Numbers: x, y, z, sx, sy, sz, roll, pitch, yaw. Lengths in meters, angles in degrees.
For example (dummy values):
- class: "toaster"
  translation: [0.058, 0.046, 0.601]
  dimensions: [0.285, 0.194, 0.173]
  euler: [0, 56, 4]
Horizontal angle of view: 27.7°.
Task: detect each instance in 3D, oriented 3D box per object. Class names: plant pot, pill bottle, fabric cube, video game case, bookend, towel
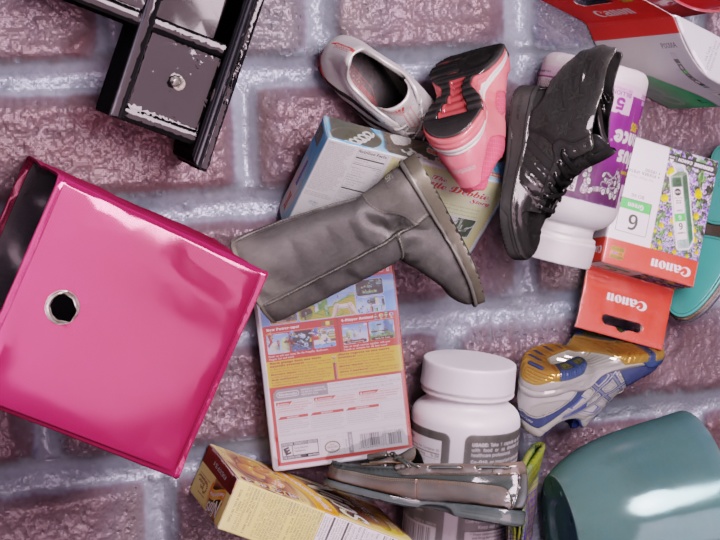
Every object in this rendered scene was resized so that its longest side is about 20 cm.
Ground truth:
- class: "plant pot"
  translation: [0.281, 0.261, 1.519]
  dimensions: [0.159, 0.201, 0.204]
  euler: [-9, 103, -11]
- class: "pill bottle"
  translation: [0.103, 0.189, 1.476]
  dimensions: [0.112, 0.114, 0.203]
  euler: [1, 100, -21]
- class: "fabric cube"
  translation: [-0.228, 0.036, 1.276]
  dimensions: [0.198, 0.200, 0.198]
  euler: [25, 90, -22]
- class: "video game case"
  translation: [-0.028, 0.088, 1.431]
  dimensions: [0.141, 0.017, 0.203]
  euler: [-7, 96, -6]
- class: "pill bottle"
  translation: [0.214, -0.108, 1.464]
  dimensions: [0.111, 0.112, 0.203]
  euler: [10, 96, -22]
- class: "bookend"
  translation: [-0.203, -0.219, 1.295]
  dimensions: [0.198, 0.092, 0.201]
  euler: [19, 93, -22]
- class: "towel"
  translation: [0.167, 0.293, 1.501]
  dimensions: [0.022, 0.144, 0.203]
  euler: [7, 111, 14]

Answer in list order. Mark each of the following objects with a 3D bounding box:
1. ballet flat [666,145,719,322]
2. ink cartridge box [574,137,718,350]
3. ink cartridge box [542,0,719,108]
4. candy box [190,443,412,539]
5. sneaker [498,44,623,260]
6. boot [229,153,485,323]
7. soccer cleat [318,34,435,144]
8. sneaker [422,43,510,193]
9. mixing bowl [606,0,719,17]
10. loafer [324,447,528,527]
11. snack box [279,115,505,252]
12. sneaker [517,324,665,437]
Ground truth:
- class: "ballet flat"
  translation: [0.385, -0.036, 1.568]
  dimensions: [0.072, 0.073, 0.203]
  euler: [18, 87, -23]
- class: "ink cartridge box"
  translation: [0.297, -0.028, 1.518]
  dimensions: [0.107, 0.050, 0.203]
  euler: [14, 84, -12]
- class: "ink cartridge box"
  translation: [0.284, -0.217, 1.444]
  dimensions: [0.198, 0.161, 0.051]
  euler: [19, 88, -23]
- class: "candy box"
  translation: [-0.058, 0.240, 1.423]
  dimensions: [0.198, 0.115, 0.056]
  euler: [23, 92, -23]
- class: "sneaker"
  translation: [0.192, -0.109, 1.380]
  dimensions: [0.060, 0.103, 0.203]
  euler: [8, 86, -62]
- class: "boot"
  translation: [0.000, 0.000, 1.382]
  dimensions: [0.198, 0.073, 0.183]
  euler: [-31, 112, 1]
- class: "soccer cleat"
  translation: [0.041, -0.150, 1.405]
  dimensions: [0.200, 0.085, 0.069]
  euler: [42, 84, -22]
- class: "sneaker"
  translation: [0.106, -0.145, 1.397]
  dimensions: [0.073, 0.201, 0.088]
  euler: [-10, 122, 23]
- class: "mixing bowl"
  translation: [0.283, -0.328, 1.435]
  dimensions: [0.198, 0.108, 0.203]
  euler: [11, 70, -31]
- class: "loafer"
  translation: [0.065, 0.198, 1.403]
  dimensions: [0.197, 0.072, 0.064]
  euler: [9, 84, 13]
- class: "snack box"
  translation: [0.034, -0.072, 1.414]
  dimensions: [0.198, 0.037, 0.117]
  euler: [13, 129, -23]
- class: "sneaker"
  translation: [0.236, 0.116, 1.532]
  dimensions: [0.198, 0.075, 0.089]
  euler: [-10, 119, -35]
